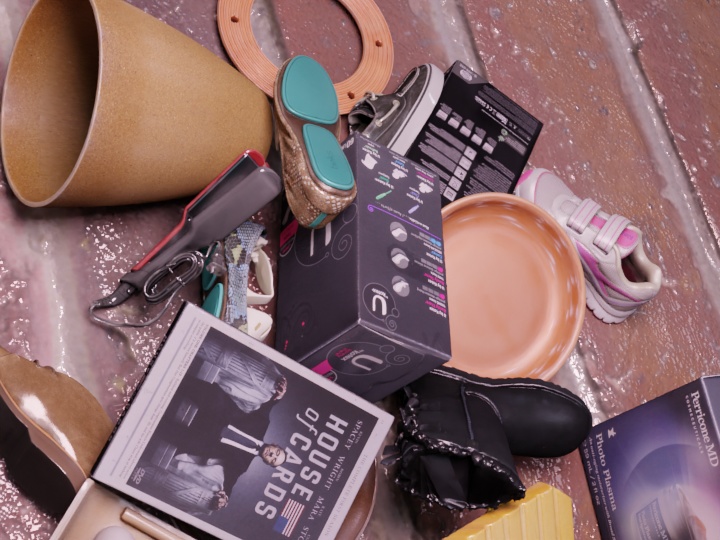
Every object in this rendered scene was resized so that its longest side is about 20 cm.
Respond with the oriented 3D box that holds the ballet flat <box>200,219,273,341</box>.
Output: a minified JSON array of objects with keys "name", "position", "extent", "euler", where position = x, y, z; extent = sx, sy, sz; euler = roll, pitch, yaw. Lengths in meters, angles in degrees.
[{"name":"ballet flat","position":[-0.106,0.026,0.892],"extent":[0.074,0.074,0.201],"euler":[15,49,-19]}]

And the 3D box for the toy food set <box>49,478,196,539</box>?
[{"name":"toy food set","position":[-0.155,0.266,0.764],"extent":[0.199,0.060,0.144],"euler":[32,71,-9]}]

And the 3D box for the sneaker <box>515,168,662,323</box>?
[{"name":"sneaker","position":[0.247,-0.036,1.089],"extent":[0.200,0.088,0.081],"euler":[44,56,-12]}]

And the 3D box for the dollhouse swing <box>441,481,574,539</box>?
[{"name":"dollhouse swing","position":[0.164,0.307,0.831],"extent":[0.199,0.177,0.181],"euler":[-18,34,-37]}]

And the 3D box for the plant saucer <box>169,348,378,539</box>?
[{"name":"plant saucer","position":[-0.080,0.166,0.883],"extent":[0.199,0.032,0.201],"euler":[10,64,-21]}]

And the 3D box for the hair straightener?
[{"name":"hair straightener","position":[-0.146,-0.019,0.873],"extent":[0.200,0.077,0.041],"euler":[-39,131,-4]}]

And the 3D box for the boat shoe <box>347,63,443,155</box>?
[{"name":"boat shoe","position":[0.023,-0.151,1.052],"extent":[0.064,0.071,0.201],"euler":[39,58,-14]}]

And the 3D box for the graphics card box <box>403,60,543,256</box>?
[{"name":"graphics card box","position":[0.106,-0.114,1.091],"extent":[0.125,0.051,0.201],"euler":[33,58,-10]}]

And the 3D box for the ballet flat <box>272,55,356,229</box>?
[{"name":"ballet flat","position":[-0.051,-0.112,0.908],"extent":[0.070,0.065,0.201],"euler":[18,38,-24]}]

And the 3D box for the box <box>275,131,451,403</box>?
[{"name":"box","position":[0.000,0.000,0.918],"extent":[0.106,0.122,0.201],"euler":[23,49,-32]}]

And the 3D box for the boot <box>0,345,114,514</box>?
[{"name":"boot","position":[-0.272,0.094,0.811],"extent":[0.200,0.074,0.075],"euler":[49,37,-3]}]

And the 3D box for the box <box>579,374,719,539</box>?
[{"name":"box","position":[0.322,0.216,0.956],"extent":[0.123,0.198,0.201],"euler":[-1,67,-26]}]

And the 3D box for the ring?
[{"name":"ring","position":[-0.058,-0.250,1.093],"extent":[0.199,0.019,0.202],"euler":[10,64,-22]}]

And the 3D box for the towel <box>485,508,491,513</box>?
[{"name":"towel","position":[0.120,0.296,0.929],"extent":[0.086,0.018,0.200],"euler":[40,57,-4]}]

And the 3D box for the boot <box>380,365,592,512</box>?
[{"name":"boot","position":[0.117,0.150,0.902],"extent":[0.197,0.074,0.163],"euler":[14,19,-3]}]

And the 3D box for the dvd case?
[{"name":"dvd case","position":[-0.088,0.137,0.814],"extent":[0.199,0.025,0.151],"euler":[31,81,-18]}]

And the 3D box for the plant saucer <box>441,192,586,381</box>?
[{"name":"plant saucer","position":[0.126,0.025,1.010],"extent":[0.199,0.037,0.202],"euler":[0,89,-18]}]

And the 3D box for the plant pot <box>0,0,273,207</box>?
[{"name":"plant pot","position":[-0.183,-0.136,0.901],"extent":[0.199,0.186,0.188],"euler":[7,63,-43]}]
